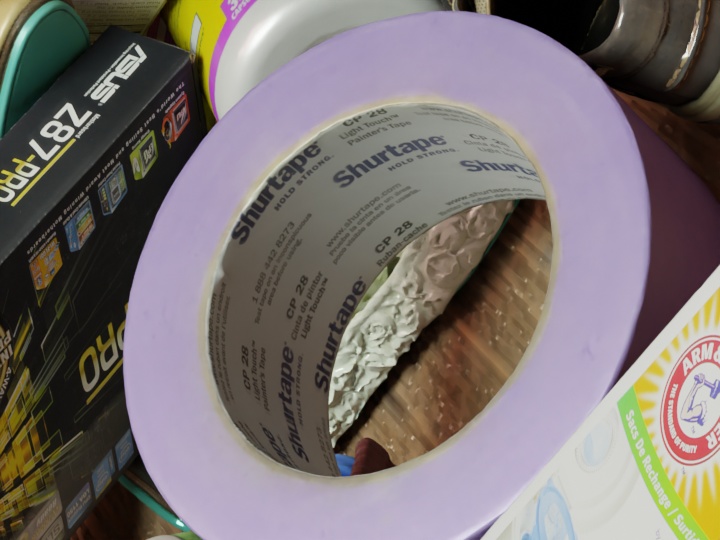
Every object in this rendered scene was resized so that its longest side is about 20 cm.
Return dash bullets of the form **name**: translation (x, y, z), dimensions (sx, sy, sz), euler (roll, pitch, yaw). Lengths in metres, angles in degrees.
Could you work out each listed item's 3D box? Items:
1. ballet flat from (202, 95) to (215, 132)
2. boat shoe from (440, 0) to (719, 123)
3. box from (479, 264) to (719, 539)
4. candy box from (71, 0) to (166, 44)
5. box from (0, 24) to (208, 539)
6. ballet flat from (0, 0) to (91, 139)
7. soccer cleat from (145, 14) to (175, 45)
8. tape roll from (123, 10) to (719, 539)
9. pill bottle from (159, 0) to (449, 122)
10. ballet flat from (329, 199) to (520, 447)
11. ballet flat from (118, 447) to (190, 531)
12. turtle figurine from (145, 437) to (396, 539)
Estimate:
- **ballet flat**: translation (-0.096, -0.060, 1.283), dimensions (0.200, 0.067, 0.067), euler (105, -175, -63)
- **boat shoe**: translation (0.074, -0.106, 1.035), dimensions (0.200, 0.073, 0.075), euler (23, 97, 61)
- **box**: translation (0.108, 0.105, 0.842), dimensions (0.200, 0.101, 0.113), euler (-52, 36, 36)
- **candy box**: translation (-0.097, -0.172, 1.132), dimensions (0.200, 0.055, 0.116), euler (138, 128, -69)
- **box**: translation (-0.127, 0.025, 1.135), dimensions (0.200, 0.049, 0.161), euler (-51, -29, -37)
- **ballet flat**: translation (-0.146, -0.061, 1.184), dimensions (0.069, 0.063, 0.200), euler (-49, -20, -23)
- **soccer cleat**: translation (-0.114, -0.111, 1.312), dimensions (0.200, 0.068, 0.073), euler (-46, -31, -68)
- **tape roll**: translation (0.025, 0.020, 0.966), dimensions (0.200, 0.085, 0.201), euler (-14, 62, 27)
- **pill bottle**: translation (-0.033, -0.120, 1.202), dimensions (0.104, 0.104, 0.200), euler (-62, 31, 22)
- **ballet flat**: translation (0.000, 0.000, 1.128), dimensions (0.200, 0.072, 0.072), euler (-57, 33, 29)
- **ballet flat**: translation (-0.093, 0.061, 1.267), dimensions (0.200, 0.068, 0.069), euler (26, 91, 61)
- **turtle figurine**: translation (-0.047, 0.162, 1.049), dimensions (0.194, 0.199, 0.144), euler (-131, 33, -51)
